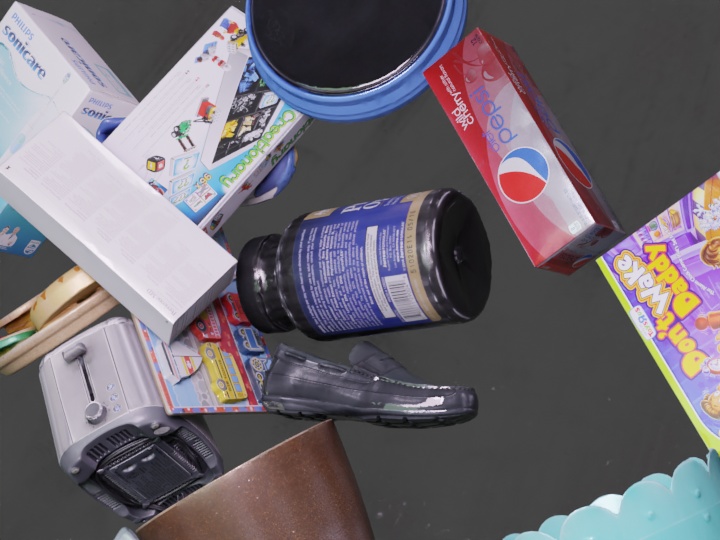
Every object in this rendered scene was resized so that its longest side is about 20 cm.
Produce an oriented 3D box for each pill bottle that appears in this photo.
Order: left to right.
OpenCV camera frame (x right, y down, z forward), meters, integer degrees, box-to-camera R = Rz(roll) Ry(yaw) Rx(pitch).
[{"bbox_3d":[0.000,0.000,1.337,0.199,0.112,0.112,-9,79,29],"label":"pill bottle"}]

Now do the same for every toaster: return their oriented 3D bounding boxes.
[{"bbox_3d":[-0.200,0.132,1.410,0.113,0.200,0.130,-29,57,6],"label":"toaster"}]

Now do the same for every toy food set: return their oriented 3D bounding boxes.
[{"bbox_3d":[-0.265,0.032,1.449,0.198,0.200,0.049,-32,96,23],"label":"toy food set"}]

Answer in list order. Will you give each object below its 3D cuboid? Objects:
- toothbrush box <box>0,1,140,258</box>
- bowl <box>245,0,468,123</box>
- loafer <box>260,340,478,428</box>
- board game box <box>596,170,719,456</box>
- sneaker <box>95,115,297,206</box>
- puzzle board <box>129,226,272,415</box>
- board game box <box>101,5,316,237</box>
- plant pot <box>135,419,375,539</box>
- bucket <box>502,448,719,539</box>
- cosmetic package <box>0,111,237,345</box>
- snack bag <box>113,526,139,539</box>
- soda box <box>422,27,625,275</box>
[{"bbox_3d":[-0.332,-0.137,1.573,0.146,0.085,0.200,47,108,28],"label":"toothbrush box"},{"bbox_3d":[-0.007,-0.229,1.383,0.200,0.039,0.202,-5,71,15],"label":"bowl"},{"bbox_3d":[0.006,0.094,1.344,0.200,0.068,0.071,2,78,29],"label":"loafer"},{"bbox_3d":[0.285,0.039,1.197,0.134,0.045,0.201,-38,66,21],"label":"board game box"},{"bbox_3d":[-0.155,-0.104,1.460,0.199,0.088,0.076,4,83,30],"label":"sneaker"},{"bbox_3d":[-0.143,0.034,1.395,0.017,0.150,0.201,-35,66,30],"label":"puzzle board"},{"bbox_3d":[-0.129,-0.128,1.411,0.126,0.035,0.200,35,72,17],"label":"board game box"},{"bbox_3d":[-0.056,0.256,1.310,0.187,0.187,0.201,-32,82,23],"label":"plant pot"},{"bbox_3d":[0.193,0.226,1.139,0.207,0.207,0.135,-28,79,25],"label":"bucket"},{"bbox_3d":[-0.205,-0.036,1.335,0.200,0.051,0.083,41,61,8],"label":"cosmetic package"},{"bbox_3d":[-0.219,0.363,1.470,0.189,0.021,0.200,-49,62,17],"label":"snack bag"},{"bbox_3d":[0.132,-0.096,1.295,0.063,0.070,0.201,-38,66,22],"label":"soda box"}]
